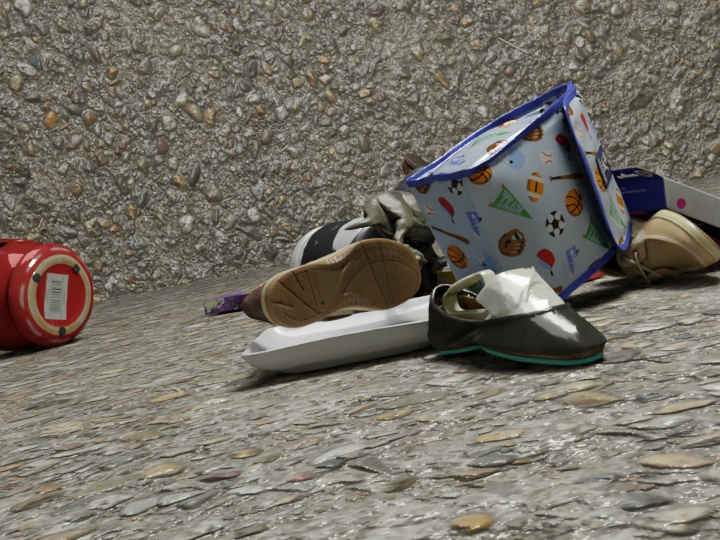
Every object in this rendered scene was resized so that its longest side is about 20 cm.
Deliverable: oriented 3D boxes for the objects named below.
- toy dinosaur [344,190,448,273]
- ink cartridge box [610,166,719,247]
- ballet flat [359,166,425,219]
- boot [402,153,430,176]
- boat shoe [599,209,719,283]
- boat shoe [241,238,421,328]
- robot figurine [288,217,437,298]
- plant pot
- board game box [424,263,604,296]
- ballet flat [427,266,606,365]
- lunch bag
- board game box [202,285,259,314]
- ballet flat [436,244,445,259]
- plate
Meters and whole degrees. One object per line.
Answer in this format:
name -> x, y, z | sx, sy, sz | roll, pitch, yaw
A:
toy dinosaur -> 0.050, -0.053, 1.113 | 0.200, 0.102, 0.077 | -13, -37, -32
ink cartridge box -> 0.347, -0.062, 1.088 | 0.200, 0.037, 0.095 | 20, -5, -16
ballet flat -> 0.041, -0.067, 1.311 | 0.073, 0.073, 0.200 | -15, -20, -41
boot -> 0.048, -0.053, 1.401 | 0.200, 0.064, 0.186 | -49, -28, 8
boat shoe -> 0.301, -0.015, 1.055 | 0.065, 0.071, 0.200 | -48, 6, -5
boat shoe -> -0.027, 0.016, 1.007 | 0.200, 0.072, 0.072 | -18, 3, -41
robot figurine -> 0.001, 0.001, 1.220 | 0.150, 0.125, 0.200 | 31, -23, -33
plant pot -> -0.581, 0.043, 1.799 | 0.182, 0.201, 0.200 | 0, 9, 32
board game box -> 0.174, 0.004, 1.247 | 0.153, 0.040, 0.200 | -13, 4, -25
ballet flat -> 0.107, 0.034, 0.794 | 0.068, 0.069, 0.200 | -13, 4, -29
lunch bag -> 0.176, -0.071, 1.010 | 0.200, 0.170, 0.124 | -35, 18, -28
board game box -> -0.178, 0.043, 1.820 | 0.120, 0.032, 0.200 | -5, 5, 23
ballet flat -> 0.122, -0.022, 1.562 | 0.199, 0.071, 0.069 | -13, 5, -14
plate -> -0.004, 0.062, 0.994 | 0.199, 0.032, 0.200 | -12, 4, 2
